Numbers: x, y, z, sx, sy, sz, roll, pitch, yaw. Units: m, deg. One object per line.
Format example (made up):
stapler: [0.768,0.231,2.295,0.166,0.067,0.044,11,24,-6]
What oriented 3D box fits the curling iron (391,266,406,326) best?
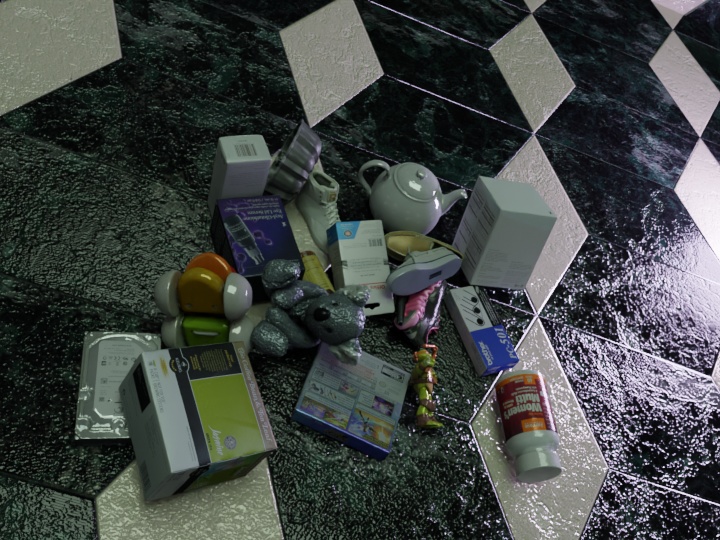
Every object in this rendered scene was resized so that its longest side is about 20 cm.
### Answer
curling iron: [0.083,0.058,1.474,0.050,0.025,0.202,58,20,-28]

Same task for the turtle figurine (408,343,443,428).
turtle figurine: [0.126,0.224,1.344,0.063,0.200,0.165,-5,72,5]

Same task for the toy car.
toy car: [-0.278,0.061,1.268,0.170,0.204,0.151,3,34,4]

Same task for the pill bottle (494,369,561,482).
pill bottle: [0.342,0.315,1.386,0.107,0.110,0.204,7,53,-17]

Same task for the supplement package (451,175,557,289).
supplement package: [0.329,-0.087,1.588,0.148,0.203,0.152,5,34,-18]

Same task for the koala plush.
koala plush: [-0.077,0.087,1.293,0.195,0.184,0.182,4,76,18]

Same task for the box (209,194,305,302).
box: [-0.217,-0.044,1.416,0.145,0.105,0.203,-8,59,-28]

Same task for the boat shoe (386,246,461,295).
boat shoe: [0.122,-0.013,1.479,0.199,0.076,0.086,-20,47,-30]

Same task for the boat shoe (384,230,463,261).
boat shoe: [0.147,-0.052,1.577,0.195,0.076,0.074,8,88,-16]

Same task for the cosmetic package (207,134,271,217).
cosmetic package: [-0.258,-0.186,1.437,0.100,0.201,0.075,-8,58,-27]

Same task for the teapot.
teapot: [0.117,-0.188,1.631,0.198,0.147,0.199,-25,68,-34]

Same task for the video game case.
video game case: [-0.015,0.244,1.329,0.196,0.046,0.183,25,49,-4]

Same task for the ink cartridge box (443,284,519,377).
ink cartridge box: [0.270,0.131,1.530,0.092,0.045,0.203,-9,60,-25]

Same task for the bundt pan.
bundt pan: [-0.153,-0.230,1.524,0.075,0.202,0.205,31,49,-16]

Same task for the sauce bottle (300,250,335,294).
sauce bottle: [-0.083,0.055,1.428,0.065,0.066,0.203,-14,65,-30]

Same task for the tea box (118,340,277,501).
tea box: [-0.272,0.244,1.134,0.193,0.134,0.203,-1,58,-40]

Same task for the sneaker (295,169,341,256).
sneaker: [-0.073,-0.130,1.531,0.073,0.116,0.202,-22,68,-35]

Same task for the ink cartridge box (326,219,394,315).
ink cartridge box: [0.000,0.000,1.474,0.113,0.068,0.205,-4,80,-25]

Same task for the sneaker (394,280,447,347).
sneaker: [0.147,0.091,1.503,0.096,0.078,0.200,54,45,-14]

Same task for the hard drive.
hard drive: [-0.422,0.204,1.195,0.136,0.038,0.204,5,55,-19]
